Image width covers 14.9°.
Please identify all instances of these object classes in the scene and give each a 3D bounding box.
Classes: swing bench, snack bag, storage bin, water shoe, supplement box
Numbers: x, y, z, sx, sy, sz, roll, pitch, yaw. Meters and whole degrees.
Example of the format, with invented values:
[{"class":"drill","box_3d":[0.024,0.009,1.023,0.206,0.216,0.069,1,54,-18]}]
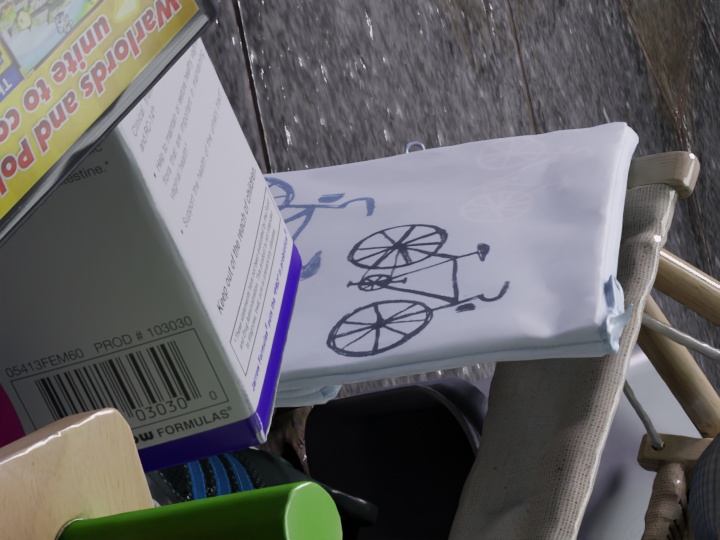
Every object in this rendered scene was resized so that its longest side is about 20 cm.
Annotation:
[{"class":"swing bench","box_3d":[0.107,0.100,1.017,0.200,0.129,0.200,40,56,-27]},{"class":"snack bag","box_3d":[0.000,0.000,0.950,0.189,0.199,0.022,-73,152,-65]},{"class":"storage bin","box_3d":[0.080,0.127,1.157,0.134,0.145,0.201,-20,93,-34]},{"class":"water shoe","box_3d":[-0.045,0.091,0.903,0.200,0.078,0.072,-25,127,-74]},{"class":"supplement box","box_3d":[-0.103,-0.044,0.819,0.104,0.101,0.201,-80,151,-56]}]

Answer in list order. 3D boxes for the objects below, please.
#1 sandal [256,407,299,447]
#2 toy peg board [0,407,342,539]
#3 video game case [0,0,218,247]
[{"class":"sandal","box_3d":[-0.030,0.029,1.083,0.200,0.054,0.082,-11,86,-74]},{"class":"toy peg board","box_3d":[-0.065,0.151,0.680,0.199,0.097,0.201,-25,100,-55]},{"class":"video game case","box_3d":[-0.138,-0.073,0.666,0.200,0.025,0.181,-50,127,-30]}]
